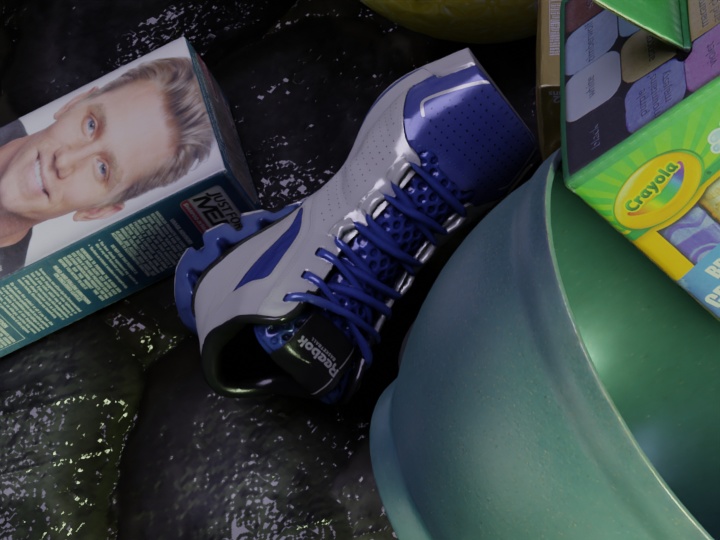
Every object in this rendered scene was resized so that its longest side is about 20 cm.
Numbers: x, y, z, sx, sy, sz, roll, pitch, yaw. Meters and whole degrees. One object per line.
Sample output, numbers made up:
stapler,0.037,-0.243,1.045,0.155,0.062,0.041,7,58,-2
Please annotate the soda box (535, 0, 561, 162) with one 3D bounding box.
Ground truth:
soda box,0.178,-0.090,0.854,0.198,0.068,0.064,0,59,7

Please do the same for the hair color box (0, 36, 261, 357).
hair color box,-0.157,-0.031,0.999,0.199,0.061,0.100,-25,53,7

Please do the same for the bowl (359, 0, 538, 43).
bowl,0.093,-0.176,0.909,0.200,0.200,0.108,-42,68,-6

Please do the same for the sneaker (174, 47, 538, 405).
sneaker,-0.001,0.000,0.870,0.199,0.081,0.115,-36,30,17

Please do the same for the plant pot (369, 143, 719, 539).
plant pot,0.089,0.066,0.763,0.134,0.200,0.201,-35,48,30

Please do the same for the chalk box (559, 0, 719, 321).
chalk box,0.157,-0.071,0.735,0.124,0.200,0.125,-33,33,31

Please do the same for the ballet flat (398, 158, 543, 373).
ballet flat,0.090,-0.004,0.887,0.200,0.057,0.066,-45,50,-15
